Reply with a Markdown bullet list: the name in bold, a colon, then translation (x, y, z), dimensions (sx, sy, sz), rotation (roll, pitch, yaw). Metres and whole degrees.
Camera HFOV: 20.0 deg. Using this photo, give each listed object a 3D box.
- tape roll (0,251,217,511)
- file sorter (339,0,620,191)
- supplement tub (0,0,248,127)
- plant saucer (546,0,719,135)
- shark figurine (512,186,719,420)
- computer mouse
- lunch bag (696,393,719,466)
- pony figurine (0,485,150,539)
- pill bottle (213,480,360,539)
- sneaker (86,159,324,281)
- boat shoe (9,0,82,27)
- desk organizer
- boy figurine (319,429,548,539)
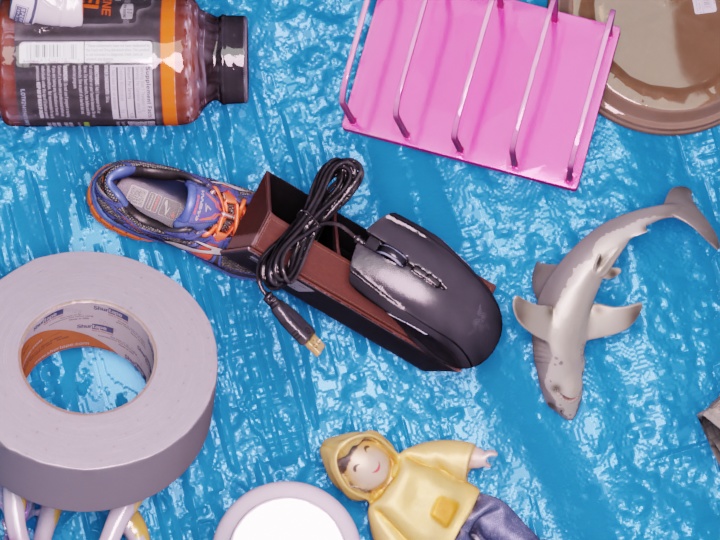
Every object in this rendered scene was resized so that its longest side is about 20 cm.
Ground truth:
- **tape roll**: translation (-0.211, 0.083, 1.574), dimensions (0.200, 0.066, 0.200), rotation (5, 53, -7)
- **file sorter**: translation (0.094, -0.162, 1.620), dimensions (0.200, 0.125, 0.139), rotation (15, 86, 6)
- **supplement tub**: translation (-0.189, -0.168, 1.635), dimensions (0.200, 0.107, 0.107), rotation (-1, 82, -3)
- **plant saucer**: translation (0.255, -0.212, 1.699), dimensions (0.200, 0.029, 0.200), rotation (0, 81, -2)
- **shark figurine**: translation (0.181, -0.002, 1.643), dimensions (0.128, 0.089, 0.215), rotation (37, 89, -31)
- **computer mouse**: translation (0.019, 0.021, 1.547), dimensions (0.200, 0.046, 0.140), rotation (44, 70, -14)
- **lunch bag**: translation (0.381, 0.139, 1.607), dimensions (0.164, 0.118, 0.200), rotation (-36, 89, -6)
- **pony figurine**: translation (-0.242, 0.245, 1.562), dimensions (0.193, 0.167, 0.200), rotation (5, 66, -9)
- **pill bottle**: translation (-0.055, 0.215, 1.534), dimensions (0.113, 0.200, 0.113), rotation (0, 81, -3)
- **sneaker**: translation (-0.123, -0.041, 1.630), dimensions (0.200, 0.078, 0.075), rotation (12, 82, -3)
- **boat shoe**: translation (-0.228, -0.282, 1.597), dimensions (0.065, 0.074, 0.200), rotation (11, 77, -12)
- **desk organizer**: translation (0.000, 0.000, 1.604), dimensions (0.200, 0.072, 0.077), rotation (30, 78, -18)
- **boy figurine**: translation (0.059, 0.184, 1.614), dimensions (0.200, 0.064, 0.124), rotation (37, 84, 0)
